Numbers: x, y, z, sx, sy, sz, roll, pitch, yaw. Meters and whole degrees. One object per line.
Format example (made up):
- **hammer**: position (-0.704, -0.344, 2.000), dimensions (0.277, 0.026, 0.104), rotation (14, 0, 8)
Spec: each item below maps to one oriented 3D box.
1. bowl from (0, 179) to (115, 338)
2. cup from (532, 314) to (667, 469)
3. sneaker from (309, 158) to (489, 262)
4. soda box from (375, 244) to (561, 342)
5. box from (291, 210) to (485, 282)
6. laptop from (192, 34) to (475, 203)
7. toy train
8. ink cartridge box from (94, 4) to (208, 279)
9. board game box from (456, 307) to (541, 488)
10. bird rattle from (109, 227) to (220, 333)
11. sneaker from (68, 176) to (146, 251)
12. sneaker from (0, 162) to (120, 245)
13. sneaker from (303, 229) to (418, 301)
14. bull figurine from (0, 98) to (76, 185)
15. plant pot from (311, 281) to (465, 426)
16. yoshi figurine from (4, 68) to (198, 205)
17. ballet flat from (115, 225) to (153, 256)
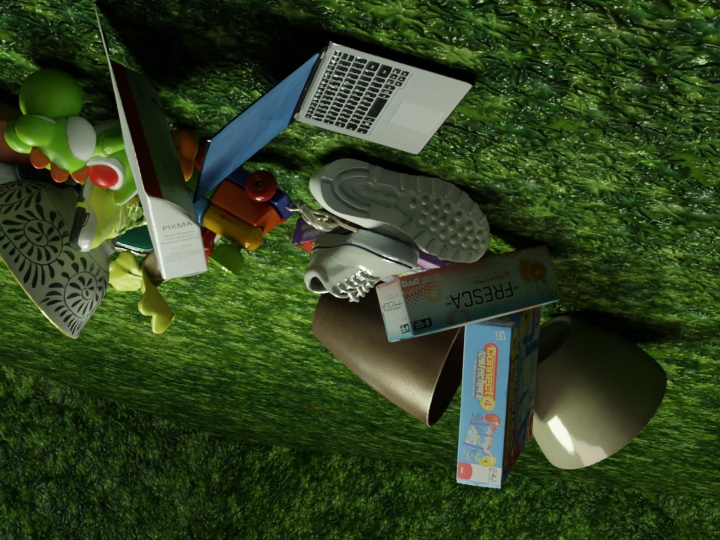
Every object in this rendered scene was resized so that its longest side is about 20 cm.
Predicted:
- **bowl**: position (-0.337, -0.032, 1.347), dimensions (0.201, 0.094, 0.201), rotation (57, 176, 6)
- **cup**: position (0.288, 0.146, 1.626), dimensions (0.143, 0.200, 0.200), rotation (47, 153, -16)
- **sneaker**: position (0.042, -0.065, 1.260), dimensions (0.199, 0.077, 0.080), rotation (24, 172, -15)
- **soda box**: position (0.122, 0.025, 1.344), dimensions (0.199, 0.069, 0.064), rotation (-12, 175, -25)
- **box**: position (0.035, -0.023, 1.454), dimensions (0.199, 0.039, 0.137), rotation (22, 162, -29)
- **laptop**: position (-0.030, -0.110, 1.045), dimensions (0.199, 0.117, 0.187), rotation (15, 165, -9)
- **toy train**: position (-0.115, -0.042, 1.274), dimensions (0.199, 0.116, 0.085), rotation (29, 171, 18)
- **ink cartridge box**: position (-0.182, -0.111, 1.059), dimensions (0.057, 0.163, 0.200), rotation (-13, 148, -14)
- **board game box**: position (0.173, 0.138, 1.483), dimensions (0.056, 0.201, 0.196), rotation (6, -166, 18)
- **bird rattle**: position (-0.222, -0.035, 1.468), dimensions (0.113, 0.200, 0.163), rotation (40, -158, 5)
- **sneaker**: position (-0.254, -0.076, 1.290), dimensions (0.076, 0.076, 0.200), rotation (20, -152, -1)
- **sneaker**: position (-0.376, -0.083, 1.444), dimensions (0.199, 0.080, 0.075), rotation (24, 180, 1)
- **sneaker**: position (0.000, 0.000, 1.308), dimensions (0.073, 0.071, 0.200), rotation (21, 170, -22)
- **bull figurine**: position (-0.391, -0.146, 1.300), dimensions (0.121, 0.066, 0.200), rotation (-2, 161, 36)
- **plant pot**: position (0.043, 0.082, 1.618), dimensions (0.199, 0.188, 0.187), rotation (24, 168, 16)
- **yoshi figurine**: position (-0.262, -0.146, 1.202), dimensions (0.199, 0.113, 0.112), rotation (9, -146, -51)
- **ballet flat**: position (-0.358, -0.063, 1.584), dimensions (0.199, 0.068, 0.064), rotation (19, 171, -23)
